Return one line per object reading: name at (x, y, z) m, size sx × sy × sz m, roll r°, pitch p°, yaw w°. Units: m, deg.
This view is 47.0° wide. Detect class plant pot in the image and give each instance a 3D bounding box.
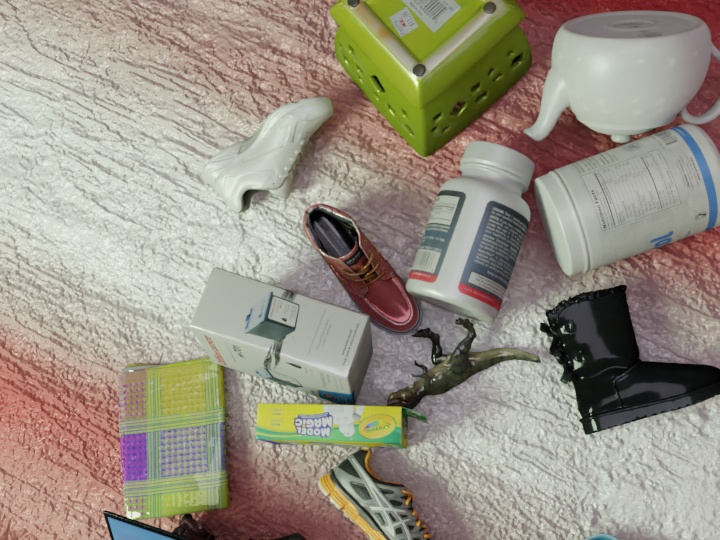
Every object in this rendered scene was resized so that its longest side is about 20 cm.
plant pot at (0.086, -0.295, 1.035) m, size 0.199 × 0.181 × 0.200 m, roll -41°, pitch 78°, yaw 0°

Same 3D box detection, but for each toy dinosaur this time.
toy dinosaur at (0.117, 0.108, 1.041) m, size 0.199 × 0.047 × 0.089 m, roll -21°, pitch 94°, yaw 3°

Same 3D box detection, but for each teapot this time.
teapot at (0.331, -0.229, 1.015) m, size 0.199 × 0.197 × 0.147 m, roll 15°, pitch 123°, yaw 35°

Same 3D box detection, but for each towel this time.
towel at (-0.240, 0.212, 1.069) m, size 0.142 × 0.023 × 0.202 m, roll -8°, pitch 73°, yaw 5°

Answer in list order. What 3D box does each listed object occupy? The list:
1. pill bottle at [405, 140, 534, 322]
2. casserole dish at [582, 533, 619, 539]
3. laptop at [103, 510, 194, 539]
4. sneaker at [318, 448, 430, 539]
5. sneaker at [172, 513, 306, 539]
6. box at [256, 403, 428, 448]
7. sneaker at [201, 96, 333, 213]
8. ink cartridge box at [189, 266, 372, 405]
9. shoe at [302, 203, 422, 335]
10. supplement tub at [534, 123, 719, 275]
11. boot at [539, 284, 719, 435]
pill bottle at (0.142, -0.049, 1.023) m, size 0.119 × 0.120 × 0.201 m, roll 20°, pitch 84°, yaw 9°
casserole dish at (0.257, 0.399, 0.984) m, size 0.199 × 0.039 × 0.121 m, roll -37°, pitch 79°, yaw 2°
laptop at (-0.226, 0.394, 0.944) m, size 0.176 × 0.103 × 0.202 m, roll 15°, pitch 81°, yaw 11°
sneaker at (0.042, 0.301, 1.008) m, size 0.200 × 0.078 × 0.077 m, roll 41°, pitch 79°, yaw 10°
sneaker at (-0.172, 0.345, 1.029) m, size 0.199 × 0.076 × 0.116 m, roll -28°, pitch 76°, yaw 3°
box at (-0.017, 0.190, 1.008) m, size 0.198 × 0.117 × 0.049 m, roll -2°, pitch 75°, yaw 7°
sneaker at (-0.107, -0.148, 1.099) m, size 0.199 × 0.078 × 0.100 m, roll -36°, pitch 86°, yaw 10°
ink cartridge box at (-0.091, 0.084, 1.012) m, size 0.198 × 0.147 × 0.086 m, roll 15°, pitch 68°, yaw 9°
shoe at (0.000, 0.000, 1.047) m, size 0.071 × 0.091 × 0.200 m, roll -41°, pitch 79°, yaw 0°
supplement tub at (0.325, -0.085, 0.999) m, size 0.199 × 0.132 × 0.133 m, roll -20°, pitch 80°, yaw 5°
boot at (0.328, 0.097, 1.005) m, size 0.197 × 0.073 × 0.164 m, roll -17°, pitch 77°, yaw 5°
